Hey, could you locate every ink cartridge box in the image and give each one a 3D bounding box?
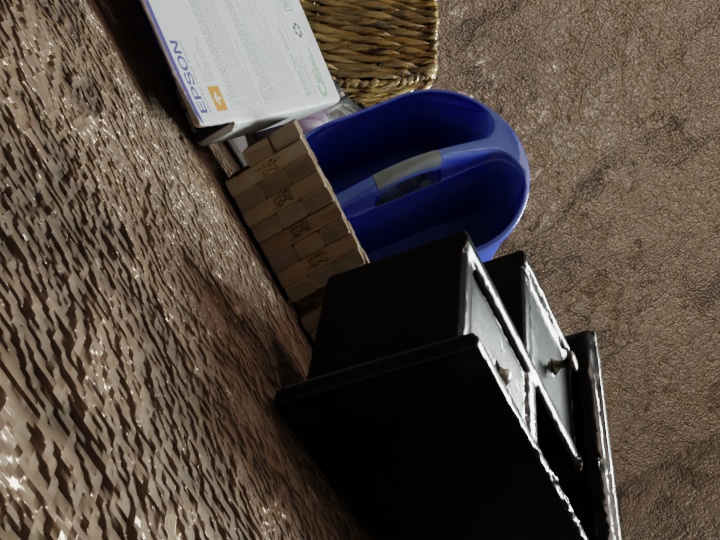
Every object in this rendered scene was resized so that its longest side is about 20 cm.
[{"bbox_3d":[-0.099,-0.175,0.515,0.203,0.040,0.200,67,23,-5],"label":"ink cartridge box"}]

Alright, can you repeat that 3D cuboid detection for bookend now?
[{"bbox_3d":[0.059,0.050,0.461,0.200,0.090,0.202,58,26,-31],"label":"bookend"}]

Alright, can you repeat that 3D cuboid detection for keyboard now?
[{"bbox_3d":[-0.107,-0.133,0.702,0.201,0.010,0.057,-112,179,-57],"label":"keyboard"}]

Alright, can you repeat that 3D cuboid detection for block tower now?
[{"bbox_3d":[-0.015,0.011,0.550,0.203,0.053,0.058,62,4,-11],"label":"block tower"}]

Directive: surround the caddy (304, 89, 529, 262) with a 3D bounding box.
[{"bbox_3d":[0.030,-0.054,0.677,0.105,0.197,0.143,99,-34,-67],"label":"caddy"}]

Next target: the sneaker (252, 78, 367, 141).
[{"bbox_3d":[-0.023,-0.140,0.785,0.199,0.075,0.089,-10,83,-58],"label":"sneaker"}]

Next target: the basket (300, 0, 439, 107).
[{"bbox_3d":[-0.031,-0.203,0.895,0.149,0.195,0.146,124,-29,-62],"label":"basket"}]
